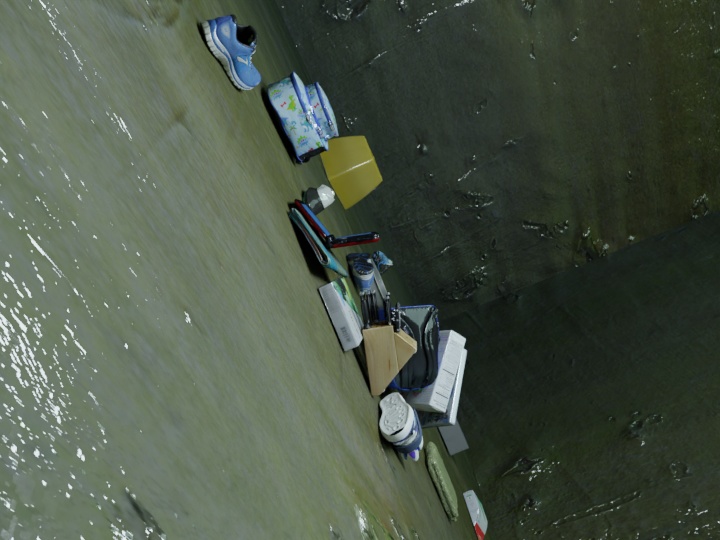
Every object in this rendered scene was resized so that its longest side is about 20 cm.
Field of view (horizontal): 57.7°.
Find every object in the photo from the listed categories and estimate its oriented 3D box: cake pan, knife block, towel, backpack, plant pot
[{"bbox_3d":[0.055,0.052,2.290,0.200,0.037,0.201,-23,90,-84],"label":"cake pan"},{"bbox_3d":[0.031,0.153,1.464,0.175,0.200,0.064,37,10,-1],"label":"knife block"},{"bbox_3d":[-0.089,-0.053,1.428,0.147,0.022,0.200,56,3,13],"label":"towel"},{"bbox_3d":[0.106,0.192,1.609,0.168,0.162,0.201,-16,-101,62],"label":"backpack"},{"bbox_3d":[-0.030,-0.385,2.443,0.200,0.176,0.200,59,11,-55],"label":"plant pot"},{"bbox_3d":[0.237,0.614,1.906,0.148,0.036,0.200,-63,131,-80],"label":"towel"},{"bbox_3d":[-0.150,-0.411,1.698,0.200,0.147,0.183,61,7,-30],"label":"backpack"}]

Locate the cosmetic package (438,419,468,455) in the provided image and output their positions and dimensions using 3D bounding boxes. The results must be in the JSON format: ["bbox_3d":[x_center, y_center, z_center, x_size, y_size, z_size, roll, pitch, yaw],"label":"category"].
[{"bbox_3d":[0.353,0.620,2.609,0.200,0.090,0.107,64,4,-8],"label":"cosmetic package"}]

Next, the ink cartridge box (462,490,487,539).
[{"bbox_3d":[0.458,0.964,2.495,0.161,0.050,0.200,61,7,-46],"label":"ink cartridge box"}]

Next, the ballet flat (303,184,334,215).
[{"bbox_3d":[-0.103,-0.191,1.681,0.200,0.068,0.068,-86,153,-75],"label":"ballet flat"}]

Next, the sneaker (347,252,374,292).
[{"bbox_3d":[0.000,0.000,1.948,0.200,0.075,0.077,-95,-176,-68],"label":"sneaker"}]

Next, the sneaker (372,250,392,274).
[{"bbox_3d":[0.077,-0.033,2.704,0.090,0.078,0.200,48,5,-4],"label":"sneaker"}]

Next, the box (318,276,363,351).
[{"bbox_3d":[-0.036,0.090,1.432,0.200,0.036,0.145,-36,104,-85],"label":"box"}]

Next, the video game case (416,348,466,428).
[{"bbox_3d":[0.192,0.309,1.688,0.022,0.182,0.200,30,59,-26],"label":"video game case"}]

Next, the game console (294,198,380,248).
[{"bbox_3d":[-0.049,-0.114,1.482,0.200,0.172,0.119,-90,172,-85],"label":"game console"}]

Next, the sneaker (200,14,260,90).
[{"bbox_3d":[-0.238,-0.435,1.308,0.200,0.089,0.079,50,20,-70],"label":"sneaker"}]

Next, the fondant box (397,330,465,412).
[{"bbox_3d":[0.178,0.257,1.674,0.058,0.144,0.200,32,67,-27],"label":"fondant box"}]

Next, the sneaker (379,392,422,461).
[{"bbox_3d":[0.103,0.367,1.439,0.147,0.080,0.200,62,2,-11],"label":"sneaker"}]
